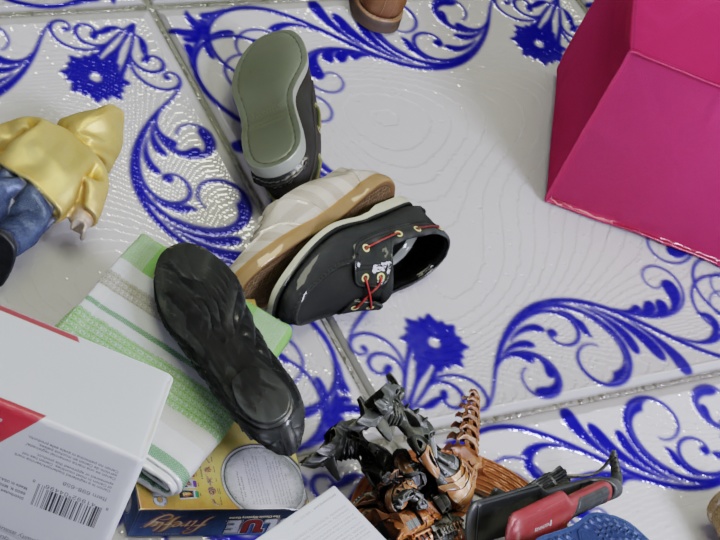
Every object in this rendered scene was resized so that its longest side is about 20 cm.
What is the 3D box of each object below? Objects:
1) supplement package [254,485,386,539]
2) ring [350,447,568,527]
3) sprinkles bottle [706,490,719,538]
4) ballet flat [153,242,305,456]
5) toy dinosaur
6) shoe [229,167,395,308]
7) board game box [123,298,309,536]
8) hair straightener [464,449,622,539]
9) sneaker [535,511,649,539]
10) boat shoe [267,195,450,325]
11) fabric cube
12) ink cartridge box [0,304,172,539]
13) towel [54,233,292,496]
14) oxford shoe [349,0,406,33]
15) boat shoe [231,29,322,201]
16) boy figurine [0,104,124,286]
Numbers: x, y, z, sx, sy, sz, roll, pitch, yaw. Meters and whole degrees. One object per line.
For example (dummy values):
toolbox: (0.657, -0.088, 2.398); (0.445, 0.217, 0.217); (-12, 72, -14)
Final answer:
supplement package: (-0.003, 0.268, 1.305); (0.200, 0.114, 0.109); (45, 46, 16)
ring: (0.084, 0.213, 1.474); (0.199, 0.019, 0.201); (14, 44, -14)
sprinkles bottle: (0.339, 0.258, 1.526); (0.068, 0.068, 0.201); (0, 48, -27)
ballet flat: (-0.101, 0.057, 1.433); (0.066, 0.057, 0.201); (-24, 54, -12)
toy dinosaur: (0.036, 0.157, 1.445); (0.136, 0.102, 0.200); (44, 24, -4)
shoe: (-0.050, -0.031, 1.606); (0.053, 0.070, 0.200); (33, 44, 22)
board game box: (-0.124, 0.106, 1.458); (0.134, 0.035, 0.201); (4, 48, -24)
hair straightener: (0.135, 0.166, 1.475); (0.076, 0.041, 0.199); (12, 20, 34)
sneaker: (0.156, 0.231, 1.437); (0.199, 0.078, 0.070); (5, 41, -55)
boat shoe: (0.001, -0.002, 1.598); (0.063, 0.074, 0.201); (36, 38, 21)
fabric cube: (0.302, -0.162, 1.819); (0.198, 0.197, 0.200); (20, 42, -9)
ink cartridge box: (-0.223, 0.133, 1.261); (0.143, 0.201, 0.084); (23, 39, -5)
towel: (-0.151, 0.068, 1.440); (0.149, 0.031, 0.200); (34, 41, 3)
oxford shoe: (0.013, -0.326, 1.924); (0.071, 0.072, 0.201); (2, 47, -24)
boat shoe: (-0.070, -0.133, 1.703); (0.071, 0.061, 0.202); (-16, 41, 12)
boy figurine: (-0.256, -0.075, 1.545); (0.124, 0.065, 0.200); (31, 42, 4)
